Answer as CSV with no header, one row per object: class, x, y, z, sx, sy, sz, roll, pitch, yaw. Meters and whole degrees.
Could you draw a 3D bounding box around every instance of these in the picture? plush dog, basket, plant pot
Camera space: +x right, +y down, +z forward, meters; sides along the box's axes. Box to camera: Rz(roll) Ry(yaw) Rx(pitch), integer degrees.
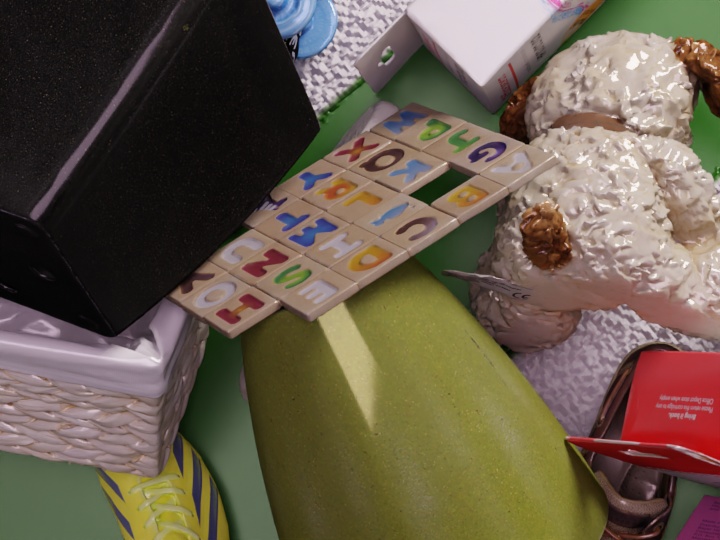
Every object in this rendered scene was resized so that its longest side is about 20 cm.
plush dog,0.138,-0.060,1.461,0.200,0.160,0.172,-6,61,31
basket,-0.190,0.029,1.493,0.200,0.124,0.136,10,49,8
plant pot,0.016,0.082,1.419,0.187,0.187,0.200,-24,110,4
plant pot,-0.164,-0.083,1.383,0.200,0.200,0.178,19,68,22

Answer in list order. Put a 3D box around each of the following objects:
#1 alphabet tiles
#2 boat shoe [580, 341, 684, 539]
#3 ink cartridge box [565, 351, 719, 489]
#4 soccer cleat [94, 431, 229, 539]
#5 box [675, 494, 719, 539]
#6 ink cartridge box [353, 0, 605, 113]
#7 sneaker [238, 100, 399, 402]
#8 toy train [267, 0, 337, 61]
alphabet tiles,-0.011,-0.028,1.407,0.200,0.167,0.008,-32,116,-17
boat shoe,0.150,0.136,1.492,0.072,0.072,0.200,21,88,8
ink cartridge box,0.229,0.091,1.418,0.200,0.116,0.067,18,81,-27
soccer cleat,-0.108,0.170,1.512,0.065,0.084,0.200,-23,83,4
box,0.261,0.242,1.400,0.176,0.097,0.200,6,112,23
ink cartridge box,0.093,-0.163,1.503,0.200,0.115,0.068,-45,82,2
sneaker,0.000,0.000,1.528,0.084,0.075,0.200,23,85,-9
toy train,-0.093,-0.119,1.537,0.114,0.087,0.200,21,88,14
